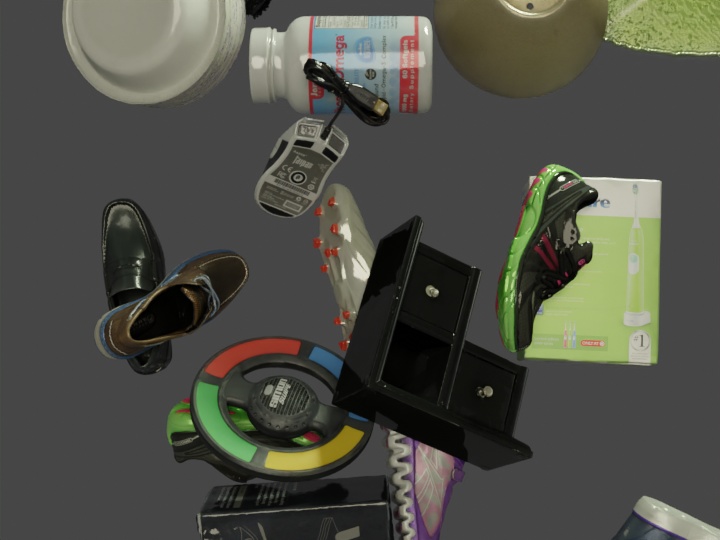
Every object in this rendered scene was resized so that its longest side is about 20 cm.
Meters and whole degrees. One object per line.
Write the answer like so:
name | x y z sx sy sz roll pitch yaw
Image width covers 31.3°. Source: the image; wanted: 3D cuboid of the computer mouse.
computer mouse | -0.055 -0.139 1.411 0.109 0.044 0.200 22 128 -23

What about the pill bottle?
pill bottle | -0.020 -0.227 1.426 0.199 0.109 0.109 0 85 1

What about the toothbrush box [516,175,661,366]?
toothbrush box | 0.250 0.003 1.412 0.145 0.086 0.201 2 86 2

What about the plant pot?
plant pot | 0.183 -0.303 1.417 0.199 0.134 0.201 0 85 0

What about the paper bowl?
paper bowl | -0.235 -0.281 1.411 0.200 0.104 0.202 1 95 16

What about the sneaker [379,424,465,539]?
sneaker | 0.076 0.234 1.402 0.088 0.080 0.201 -7 84 -7

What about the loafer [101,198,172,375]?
loafer | -0.249 0.016 1.426 0.068 0.070 0.202 -11 85 0

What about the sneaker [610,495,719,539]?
sneaker | 0.353 0.349 1.389 0.199 0.081 0.147 27 94 0

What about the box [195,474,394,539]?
box | -0.060 0.331 1.358 0.199 0.117 0.198 -4 95 1

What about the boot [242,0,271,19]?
boot | -0.088 -0.402 1.457 0.200 0.076 0.169 -34 82 5

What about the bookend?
bookend | 0.097 0.081 1.365 0.199 0.092 0.199 26 64 -17

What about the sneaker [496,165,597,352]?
sneaker | 0.193 -0.010 1.325 0.083 0.077 0.201 19 83 5

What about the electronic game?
electronic game | -0.083 0.145 1.375 0.199 0.042 0.200 6 42 -6

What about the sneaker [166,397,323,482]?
sneaker | -0.114 0.191 1.418 0.199 0.077 0.084 10 113 -1

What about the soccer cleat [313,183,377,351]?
soccer cleat | 0.000 0.000 1.433 0.077 0.069 0.201 -5 77 -29

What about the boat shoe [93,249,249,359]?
boat shoe | -0.188 0.038 1.384 0.200 0.072 0.072 -36 107 -34
